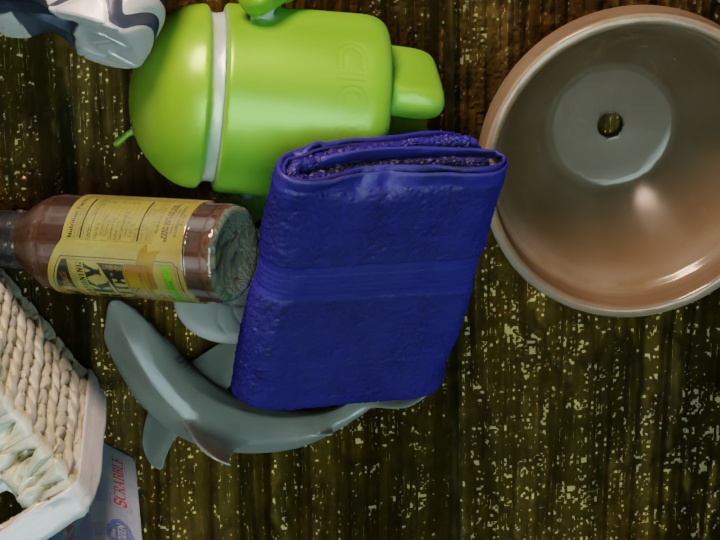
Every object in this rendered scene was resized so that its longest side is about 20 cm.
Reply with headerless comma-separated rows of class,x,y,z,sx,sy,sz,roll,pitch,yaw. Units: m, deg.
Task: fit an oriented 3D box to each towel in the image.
towel,0.000,0.000,1.476,0.147,0.050,0.200,-3,134,-18

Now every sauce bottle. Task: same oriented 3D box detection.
sauce bottle,-0.162,-0.016,1.492,0.199,0.065,0.065,3,117,29

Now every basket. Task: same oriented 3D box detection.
basket,-0.248,0.099,1.502,0.135,0.200,0.124,-33,106,7

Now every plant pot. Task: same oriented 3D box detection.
plant pot,0.168,-0.080,1.529,0.200,0.093,0.202,-2,114,-5

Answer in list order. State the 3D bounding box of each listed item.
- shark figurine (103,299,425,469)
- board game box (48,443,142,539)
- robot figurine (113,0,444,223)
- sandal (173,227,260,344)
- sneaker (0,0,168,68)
shark figurine,-0.069,0.099,1.581,0.214,0.090,0.129,8,113,-8
board game box,-0.208,0.238,1.560,0.041,0.200,0.200,28,108,-19
robot figurine,-0.052,-0.104,1.479,0.199,0.116,0.176,3,121,-8
sandal,-0.021,0.004,1.560,0.202,0.083,0.050,-18,148,2
sneaker,-0.192,-0.211,1.446,0.199,0.130,0.080,17,158,22
